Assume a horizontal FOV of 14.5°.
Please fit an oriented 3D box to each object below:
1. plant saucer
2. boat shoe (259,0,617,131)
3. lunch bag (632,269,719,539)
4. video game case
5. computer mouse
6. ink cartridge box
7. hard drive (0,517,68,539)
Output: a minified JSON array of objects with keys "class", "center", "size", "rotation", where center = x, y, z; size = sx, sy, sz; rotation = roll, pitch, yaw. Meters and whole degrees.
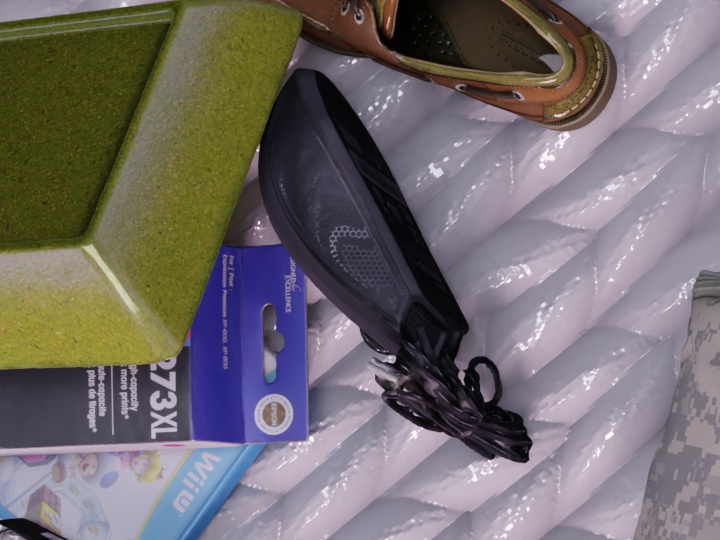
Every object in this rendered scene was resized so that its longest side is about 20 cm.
[{"class":"plant saucer","center":[-0.145,-0.049,1.280],"size":[0.200,0.048,0.200],"rotation":[-4,51,31]},{"class":"boat shoe","center":[0.023,-0.127,1.294],"size":[0.200,0.068,0.072],"rotation":[21,91,20]},{"class":"lunch bag","center":[0.197,0.102,1.178],"size":[0.168,0.139,0.200],"rotation":[10,85,35]},{"class":"video game case","center":[-0.141,0.051,1.348],"size":[0.200,0.018,0.143],"rotation":[37,94,18]},{"class":"computer mouse","center":[0.000,0.000,1.262],"size":[0.053,0.138,0.200],"rotation":[-31,64,11]},{"class":"ink cartridge box","center":[-0.123,0.037,1.318],"size":[0.200,0.037,0.095],"rotation":[-3,82,15]},{"class":"hard drive","center":[-0.144,0.232,1.304],"size":[0.140,0.038,0.200],"rotation":[24,97,19]}]
